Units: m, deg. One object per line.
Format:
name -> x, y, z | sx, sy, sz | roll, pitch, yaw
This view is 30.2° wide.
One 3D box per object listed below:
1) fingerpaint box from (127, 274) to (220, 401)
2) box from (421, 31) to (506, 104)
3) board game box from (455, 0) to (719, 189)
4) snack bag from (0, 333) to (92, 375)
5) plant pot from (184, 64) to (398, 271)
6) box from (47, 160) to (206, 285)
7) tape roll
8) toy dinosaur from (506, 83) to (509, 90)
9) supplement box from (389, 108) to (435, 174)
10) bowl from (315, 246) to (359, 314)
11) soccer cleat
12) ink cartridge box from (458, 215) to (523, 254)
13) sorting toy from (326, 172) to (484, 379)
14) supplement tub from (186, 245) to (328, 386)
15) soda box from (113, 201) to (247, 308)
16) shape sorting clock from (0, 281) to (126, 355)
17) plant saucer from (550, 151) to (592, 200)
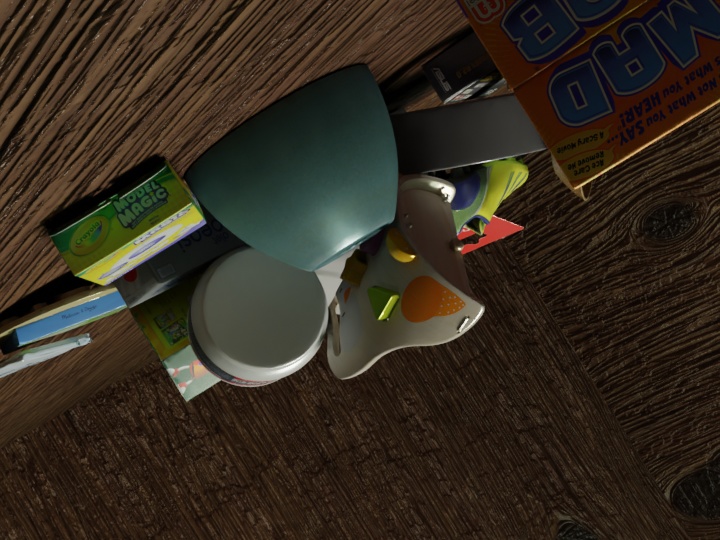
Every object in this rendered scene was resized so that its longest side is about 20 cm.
fingerpaint box -> -0.182, 0.045, 1.603 | 0.167, 0.073, 0.200 | -32, -146, -10
box -> 0.170, -0.252, 1.490 | 0.158, 0.048, 0.200 | -32, 178, 21
board game box -> 0.233, -0.214, 1.189 | 0.200, 0.200, 0.200 | -33, 179, 17
snack bag -> -0.414, 0.112, 1.458 | 0.200, 0.021, 0.189 | -21, 179, 12
plant pot -> -0.042, -0.079, 1.238 | 0.200, 0.135, 0.200 | -32, 178, -1
box -> -0.197, -0.039, 1.150 | 0.117, 0.048, 0.200 | -32, 177, -3
tape roll -> 0.108, -0.150, 1.450 | 0.200, 0.066, 0.200 | -10, -173, 1
toy dinosaur -> 0.239, -0.292, 1.772 | 0.200, 0.058, 0.101 | -39, 166, -20
supplement box -> -0.009, -0.103, 1.668 | 0.200, 0.101, 0.103 | -33, 177, 44
bowl -> 0.000, 0.000, 1.531 | 0.199, 0.075, 0.200 | 9, 161, -6
soccer cleat -> 0.133, -0.084, 1.505 | 0.065, 0.084, 0.200 | -7, -172, 32
ink cartridge box -> 0.065, -0.040, 1.569 | 0.200, 0.050, 0.161 | 21, 155, -29
sorting toy -> 0.021, 0.015, 1.350 | 0.180, 0.107, 0.200 | -52, -153, 29
supplement tub -> -0.110, 0.049, 1.407 | 0.140, 0.140, 0.200 | -31, 179, -12
soda box -> -0.174, -0.032, 1.407 | 0.068, 0.063, 0.200 | -33, 178, 42
shape sorting clock -> -0.316, 0.043, 1.429 | 0.200, 0.039, 0.200 | -21, -179, 0
plant saucer -> 0.226, -0.174, 1.418 | 0.035, 0.200, 0.200 | 2, -172, 15
